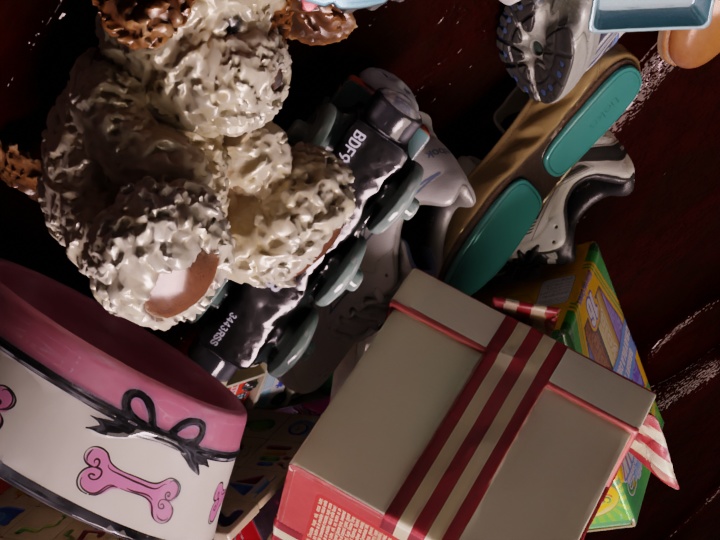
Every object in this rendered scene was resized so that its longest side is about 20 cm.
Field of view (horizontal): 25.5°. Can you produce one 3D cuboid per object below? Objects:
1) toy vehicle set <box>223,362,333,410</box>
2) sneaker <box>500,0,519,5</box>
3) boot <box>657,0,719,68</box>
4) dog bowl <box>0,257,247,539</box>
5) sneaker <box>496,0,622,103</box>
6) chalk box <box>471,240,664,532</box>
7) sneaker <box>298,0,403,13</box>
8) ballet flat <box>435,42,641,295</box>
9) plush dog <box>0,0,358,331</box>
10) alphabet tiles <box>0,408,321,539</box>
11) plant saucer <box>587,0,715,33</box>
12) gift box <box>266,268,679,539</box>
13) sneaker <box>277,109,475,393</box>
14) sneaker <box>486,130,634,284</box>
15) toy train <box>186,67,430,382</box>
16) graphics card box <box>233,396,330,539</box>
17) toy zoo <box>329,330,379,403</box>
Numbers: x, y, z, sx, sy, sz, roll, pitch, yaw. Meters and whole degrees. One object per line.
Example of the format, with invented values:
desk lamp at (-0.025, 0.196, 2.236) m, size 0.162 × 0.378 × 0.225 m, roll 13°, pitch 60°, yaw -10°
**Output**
toy vehicle set at (-0.062, 0.076, 1.118) m, size 0.124 × 0.027 × 0.201 m, roll -18°, pitch 147°, yaw -34°
sneaker at (0.099, -0.218, 0.796) m, size 0.081 × 0.074 × 0.201 m, roll -22°, pitch 150°, yaw -17°
boot at (0.297, -0.171, 1.017) m, size 0.200 × 0.156 × 0.076 m, roll -47°, pitch 152°, yaw 20°
dog bowl at (-0.146, 0.063, 0.829) m, size 0.074 × 0.200 × 0.200 m, roll -60°, pitch 151°, yaw 2°
sneaker at (0.142, -0.188, 0.914) m, size 0.085 × 0.077 × 0.200 m, roll -32°, pitch 162°, yaw -31°
chalk box at (0.129, 0.104, 1.101) m, size 0.124 × 0.201 × 0.124 m, roll -13°, pitch -157°, yaw 27°
sneaker at (-0.038, -0.167, 0.621) m, size 0.199 × 0.080 × 0.096 m, roll 11°, pitch 145°, yaw -19°
ballet flat at (0.098, -0.068, 1.013) m, size 0.200 × 0.063 × 0.069 m, roll -49°, pitch 147°, yaw -5°
plush dog at (-0.085, -0.087, 0.749) m, size 0.200 × 0.160 × 0.173 m, roll -17°, pitch 132°, yaw -64°
alphabet tiles at (-0.129, 0.128, 0.926) m, size 0.200 × 0.166 × 0.008 m, roll -42°, pitch 129°, yaw -53°
plant saucer at (0.159, -0.211, 0.797) m, size 0.069 × 0.019 × 0.201 m, roll -4°, pitch 131°, yaw -9°
gift box at (0.068, 0.137, 0.941) m, size 0.187 × 0.199 × 0.185 m, roll -56°, pitch 172°, yaw -38°
sneaker at (0.000, 0.000, 0.982) m, size 0.074 × 0.087 × 0.201 m, roll 3°, pitch 124°, yaw -41°
sneaker at (0.097, -0.025, 1.058) m, size 0.200 × 0.088 × 0.076 m, roll -45°, pitch 159°, yaw 1°
toy train at (-0.033, -0.028, 0.908) m, size 0.200 × 0.085 × 0.114 m, roll -54°, pitch -167°, yaw 19°
graphics card box at (-0.019, 0.155, 1.121) m, size 0.199 × 0.126 × 0.051 m, roll -8°, pitch 151°, yaw -44°
toy zoo at (0.026, 0.126, 1.090) m, size 0.020 × 0.201 × 0.131 m, roll -16°, pitch 145°, yaw 40°
